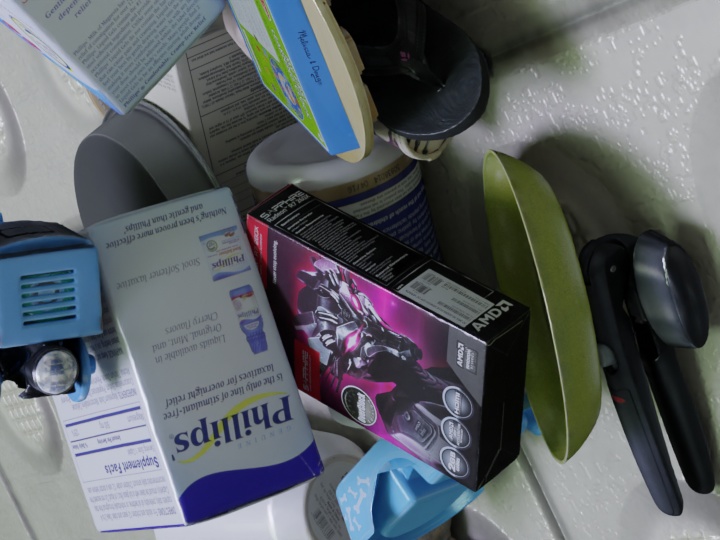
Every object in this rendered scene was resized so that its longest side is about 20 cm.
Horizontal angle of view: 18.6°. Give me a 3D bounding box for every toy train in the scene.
[{"bbox_3d":[-0.227,0.019,1.413,0.200,0.087,0.114,24,117,61],"label":"toy train"}]

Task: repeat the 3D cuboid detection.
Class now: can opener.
[{"bbox_3d":[0.176,0.065,1.348,0.079,0.063,0.200,38,146,58],"label":"can opener"}]

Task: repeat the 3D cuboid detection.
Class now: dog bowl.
[{"bbox_3d":[0.054,0.127,1.519,0.050,0.111,0.200,58,136,18],"label":"dog bowl"}]

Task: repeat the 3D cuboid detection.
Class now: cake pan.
[{"bbox_3d":[-0.147,-0.026,1.593,0.200,0.037,0.200,40,145,37],"label":"cake pan"}]

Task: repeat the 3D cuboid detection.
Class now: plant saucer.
[{"bbox_3d":[0.115,0.019,1.367,0.200,0.031,0.200,166,90,-86],"label":"plant saucer"}]

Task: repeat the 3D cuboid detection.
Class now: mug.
[{"bbox_3d":[-0.048,0.189,1.761,0.153,0.186,0.150,-7,76,49],"label":"mug"}]

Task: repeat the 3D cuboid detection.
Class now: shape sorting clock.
[{"bbox_3d":[-0.046,-0.156,1.344,0.200,0.039,0.200,59,171,16],"label":"shape sorting clock"}]

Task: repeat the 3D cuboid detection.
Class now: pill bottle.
[{"bbox_3d":[0.000,0.000,1.514,0.116,0.116,0.200,15,127,52],"label":"pill bottle"}]

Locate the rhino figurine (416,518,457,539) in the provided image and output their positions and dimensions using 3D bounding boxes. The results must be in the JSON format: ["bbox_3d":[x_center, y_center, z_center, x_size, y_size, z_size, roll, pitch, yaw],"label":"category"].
[{"bbox_3d":[0.050,0.217,1.671,0.087,0.060,0.200,-141,32,-64],"label":"rhino figurine"}]

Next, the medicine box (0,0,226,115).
[{"bbox_3d":[-0.213,-0.220,1.381,0.182,0.103,0.200,37,174,38],"label":"medicine box"}]

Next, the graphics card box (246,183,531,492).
[{"bbox_3d":[0.014,0.041,1.396,0.200,0.051,0.126,28,134,29],"label":"graphics card box"}]

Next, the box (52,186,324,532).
[{"bbox_3d":[-0.131,0.063,1.460,0.184,0.105,0.200,-17,90,65],"label":"box"}]

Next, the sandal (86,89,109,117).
[{"bbox_3d":[-0.164,-0.185,1.649,0.070,0.078,0.212,36,137,47],"label":"sandal"}]

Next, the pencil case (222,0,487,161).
[{"bbox_3d":[-0.009,-0.151,1.440,0.200,0.078,0.090,34,121,38],"label":"pencil case"}]

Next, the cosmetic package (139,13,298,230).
[{"bbox_3d":[-0.093,-0.094,1.592,0.071,0.105,0.200,26,134,49],"label":"cosmetic package"}]

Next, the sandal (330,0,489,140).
[{"bbox_3d":[0.007,-0.151,1.347,0.048,0.075,0.200,29,-161,-51],"label":"sandal"}]
